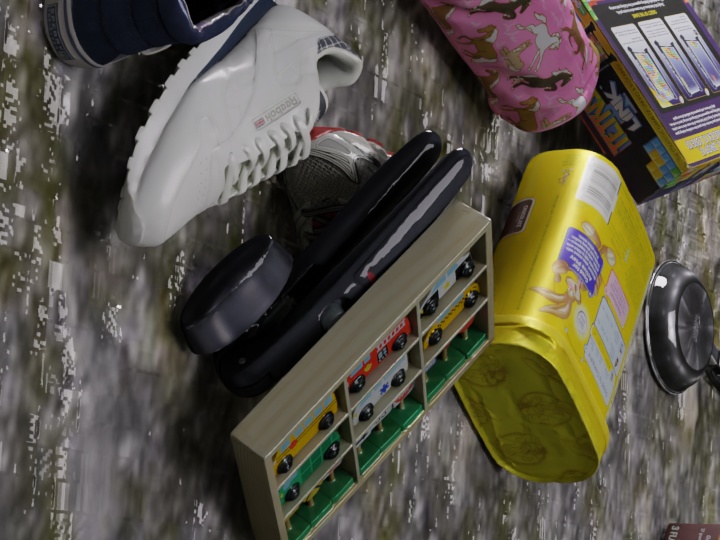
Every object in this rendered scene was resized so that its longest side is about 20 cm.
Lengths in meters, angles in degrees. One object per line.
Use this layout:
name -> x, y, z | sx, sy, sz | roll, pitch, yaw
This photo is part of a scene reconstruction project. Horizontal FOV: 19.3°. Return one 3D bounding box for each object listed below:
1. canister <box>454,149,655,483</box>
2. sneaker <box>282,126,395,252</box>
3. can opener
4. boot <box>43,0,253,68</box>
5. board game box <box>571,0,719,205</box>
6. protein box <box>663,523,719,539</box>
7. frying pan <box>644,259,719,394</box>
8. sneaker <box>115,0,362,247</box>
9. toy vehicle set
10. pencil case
canister -> 0.143, 0.030, 1.525 | 0.149, 0.086, 0.200 | 61, 38, -37
sneaker -> 0.000, 0.000, 1.289 | 0.082, 0.078, 0.201 | -56, 133, -44
can opener -> -0.011, -0.005, 1.214 | 0.200, 0.063, 0.079 | -39, 147, -13
boot -> -0.081, -0.165, 1.148 | 0.200, 0.090, 0.073 | -52, 130, -48
board game box -> 0.226, -0.145, 1.642 | 0.166, 0.057, 0.200 | 59, 31, 8
protein box -> 0.359, 0.324, 1.757 | 0.199, 0.199, 0.135 | 62, 38, -36
frying pan -> 0.288, 0.076, 1.830 | 0.190, 0.031, 0.115 | 61, 40, -32
sneaker -> -0.067, -0.079, 1.155 | 0.200, 0.080, 0.076 | -59, 178, -40
toy vehicle set -> 0.006, 0.065, 1.230 | 0.200, 0.026, 0.124 | -46, 153, -23
pencil case -> 0.097, -0.175, 1.458 | 0.200, 0.086, 0.083 | 46, 52, -49
